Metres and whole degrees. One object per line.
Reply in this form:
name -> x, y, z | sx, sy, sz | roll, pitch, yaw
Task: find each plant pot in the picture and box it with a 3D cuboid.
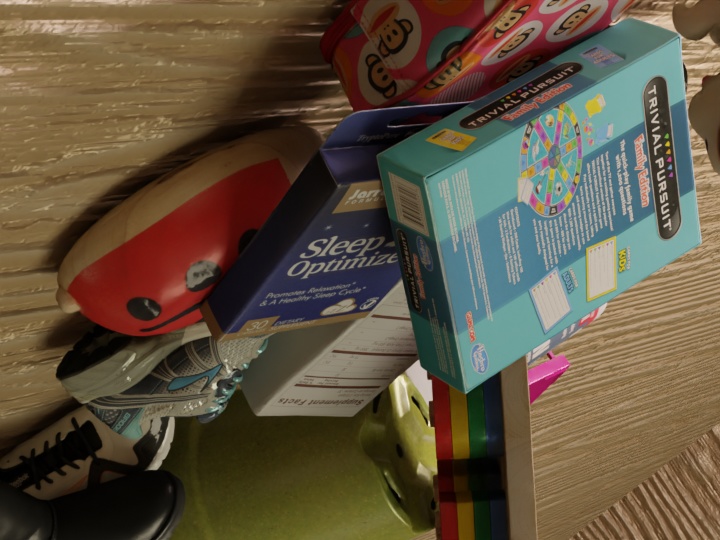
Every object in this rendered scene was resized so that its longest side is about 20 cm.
plant pot -> -0.039, 0.162, 1.510 | 0.184, 0.201, 0.200 | -18, 170, 25

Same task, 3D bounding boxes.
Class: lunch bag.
lunch bag -> 0.092, -0.160, 1.141 | 0.200, 0.082, 0.176 | -39, 160, 29

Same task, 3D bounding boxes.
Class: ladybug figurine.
ladybug figurine -> -0.098, -0.018, 1.216 | 0.200, 0.072, 0.136 | -30, 163, -9

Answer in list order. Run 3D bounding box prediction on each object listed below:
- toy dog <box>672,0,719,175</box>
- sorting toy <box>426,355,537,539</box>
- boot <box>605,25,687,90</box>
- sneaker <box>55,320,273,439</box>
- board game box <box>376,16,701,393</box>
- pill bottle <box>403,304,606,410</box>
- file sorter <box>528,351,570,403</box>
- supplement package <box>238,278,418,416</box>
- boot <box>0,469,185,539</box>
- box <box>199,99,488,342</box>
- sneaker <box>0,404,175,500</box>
toy dog -> 0.315, -0.148, 1.361 | 0.200, 0.194, 0.140 | -58, 165, 15
sorting toy -> 0.085, 0.134, 1.390 | 0.070, 0.199, 0.200 | -3, -173, 2
boot -> 0.139, -0.074, 1.292 | 0.077, 0.138, 0.200 | 25, 103, -22
sneaker -> -0.105, 0.053, 1.312 | 0.200, 0.086, 0.078 | -23, -152, 24
board game box -> 0.112, -0.041, 1.150 | 0.200, 0.047, 0.151 | -30, 127, -26
pill bottle -> 0.096, 0.038, 1.599 | 0.200, 0.120, 0.120 | -33, 164, -22
file sorter -> 0.064, 0.106, 1.752 | 0.139, 0.125, 0.200 | -21, 160, -36
supplement package -> 0.000, 0.000, 1.342 | 0.200, 0.117, 0.117 | -42, 153, 28
boot -> -0.242, 0.164, 1.367 | 0.165, 0.066, 0.200 | -31, 142, 13
box -> -0.003, -0.028, 1.161 | 0.121, 0.032, 0.200 | -8, 149, -38
sneaker -> -0.220, 0.147, 1.454 | 0.200, 0.074, 0.080 | -41, 159, 25
